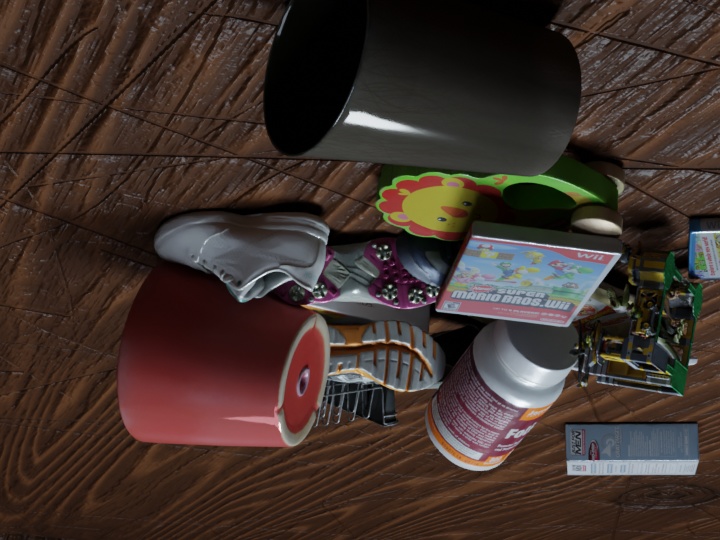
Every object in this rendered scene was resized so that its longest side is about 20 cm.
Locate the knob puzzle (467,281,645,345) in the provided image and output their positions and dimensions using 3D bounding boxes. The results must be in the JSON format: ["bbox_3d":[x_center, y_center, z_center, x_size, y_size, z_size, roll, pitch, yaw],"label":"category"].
[{"bbox_3d":[0.252,0.047,1.783,0.216,0.031,0.220,1,159,1],"label":"knob puzzle"}]

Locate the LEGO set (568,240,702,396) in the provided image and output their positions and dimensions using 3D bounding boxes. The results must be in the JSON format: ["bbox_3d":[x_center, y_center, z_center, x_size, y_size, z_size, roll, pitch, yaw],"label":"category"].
[{"bbox_3d":[0.277,0.052,1.619,0.115,0.156,0.199,7,176,27],"label":"LEGO set"}]

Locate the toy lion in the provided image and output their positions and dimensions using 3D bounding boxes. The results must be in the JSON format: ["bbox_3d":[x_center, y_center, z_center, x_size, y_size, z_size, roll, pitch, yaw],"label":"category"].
[{"bbox_3d":[0.120,-0.068,1.445,0.190,0.069,0.199,24,152,-30],"label":"toy lion"}]

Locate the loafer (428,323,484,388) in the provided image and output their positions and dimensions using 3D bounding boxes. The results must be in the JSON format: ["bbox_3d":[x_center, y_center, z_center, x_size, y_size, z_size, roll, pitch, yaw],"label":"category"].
[{"bbox_3d":[0.139,0.104,1.854,0.198,0.076,0.070,-6,161,-33],"label":"loafer"}]

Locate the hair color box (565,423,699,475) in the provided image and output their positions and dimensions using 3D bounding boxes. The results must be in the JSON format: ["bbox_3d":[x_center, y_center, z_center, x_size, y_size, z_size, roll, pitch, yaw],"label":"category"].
[{"bbox_3d":[0.412,0.273,2.351,0.197,0.061,0.099,-2,160,8],"label":"hair color box"}]

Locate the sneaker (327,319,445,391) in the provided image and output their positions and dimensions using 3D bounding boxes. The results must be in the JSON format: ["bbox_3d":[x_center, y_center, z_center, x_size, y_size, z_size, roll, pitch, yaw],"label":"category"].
[{"bbox_3d":[0.001,0.095,1.766,0.197,0.079,0.077,9,170,-12],"label":"sneaker"}]

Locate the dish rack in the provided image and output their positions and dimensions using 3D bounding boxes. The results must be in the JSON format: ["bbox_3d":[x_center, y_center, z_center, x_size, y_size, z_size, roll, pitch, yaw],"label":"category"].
[{"bbox_3d":[-0.069,0.145,1.805,0.198,0.055,0.153,-3,-169,-41],"label":"dish rack"}]

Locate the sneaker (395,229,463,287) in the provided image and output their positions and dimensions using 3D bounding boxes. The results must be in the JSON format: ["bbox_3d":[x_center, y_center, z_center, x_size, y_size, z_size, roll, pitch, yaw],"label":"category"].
[{"bbox_3d":[0.130,-0.021,1.568,0.198,0.071,0.082,9,152,-35],"label":"sneaker"}]

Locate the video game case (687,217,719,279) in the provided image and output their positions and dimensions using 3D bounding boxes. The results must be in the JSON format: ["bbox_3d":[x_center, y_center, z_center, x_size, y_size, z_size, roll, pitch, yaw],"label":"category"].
[{"bbox_3d":[0.438,-0.025,1.586,0.197,0.018,0.143,-2,160,11],"label":"video game case"}]

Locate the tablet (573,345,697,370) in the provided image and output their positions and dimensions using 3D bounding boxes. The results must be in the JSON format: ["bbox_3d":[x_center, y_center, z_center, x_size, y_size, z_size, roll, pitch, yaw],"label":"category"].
[{"bbox_3d":[0.289,0.101,1.806,0.128,0.014,0.200,-5,-175,-21],"label":"tablet"}]

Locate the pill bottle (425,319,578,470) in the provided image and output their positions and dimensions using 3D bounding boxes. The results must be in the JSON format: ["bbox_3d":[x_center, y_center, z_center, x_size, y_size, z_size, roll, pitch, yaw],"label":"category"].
[{"bbox_3d":[0.161,0.128,1.742,0.113,0.115,0.201,10,140,-21],"label":"pill bottle"}]

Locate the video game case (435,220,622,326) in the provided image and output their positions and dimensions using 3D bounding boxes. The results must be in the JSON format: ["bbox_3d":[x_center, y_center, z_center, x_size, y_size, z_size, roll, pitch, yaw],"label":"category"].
[{"bbox_3d":[0.158,0.007,1.490,0.141,0.018,0.200,7,157,-5],"label":"video game case"}]

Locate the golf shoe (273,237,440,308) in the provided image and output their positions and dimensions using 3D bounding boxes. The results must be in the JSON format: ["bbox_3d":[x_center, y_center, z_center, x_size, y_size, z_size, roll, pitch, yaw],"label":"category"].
[{"bbox_3d":[0.000,0.000,1.644,0.197,0.076,0.092,3,-177,-9],"label":"golf shoe"}]

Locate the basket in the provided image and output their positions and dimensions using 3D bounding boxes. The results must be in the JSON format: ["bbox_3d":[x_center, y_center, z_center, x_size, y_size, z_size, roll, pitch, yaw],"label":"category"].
[{"bbox_3d":[0.053,-0.140,1.142,0.198,0.138,0.180,7,164,-25],"label":"basket"}]

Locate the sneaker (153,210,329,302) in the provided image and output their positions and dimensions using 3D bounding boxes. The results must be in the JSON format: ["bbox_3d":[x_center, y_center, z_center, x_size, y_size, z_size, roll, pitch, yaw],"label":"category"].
[{"bbox_3d":[-0.129,-0.009,1.574,0.198,0.090,0.075,-2,162,26],"label":"sneaker"}]

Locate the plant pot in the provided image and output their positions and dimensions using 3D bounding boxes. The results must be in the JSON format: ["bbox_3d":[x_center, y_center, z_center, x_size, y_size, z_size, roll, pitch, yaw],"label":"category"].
[{"bbox_3d":[-0.137,0.100,1.639,0.175,0.203,0.201,11,164,18],"label":"plant pot"}]

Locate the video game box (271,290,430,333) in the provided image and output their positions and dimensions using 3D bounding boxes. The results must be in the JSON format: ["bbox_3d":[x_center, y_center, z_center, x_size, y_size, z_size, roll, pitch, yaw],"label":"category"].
[{"bbox_3d":[-0.047,0.059,1.826,0.198,0.047,0.182,14,154,-31],"label":"video game box"}]
